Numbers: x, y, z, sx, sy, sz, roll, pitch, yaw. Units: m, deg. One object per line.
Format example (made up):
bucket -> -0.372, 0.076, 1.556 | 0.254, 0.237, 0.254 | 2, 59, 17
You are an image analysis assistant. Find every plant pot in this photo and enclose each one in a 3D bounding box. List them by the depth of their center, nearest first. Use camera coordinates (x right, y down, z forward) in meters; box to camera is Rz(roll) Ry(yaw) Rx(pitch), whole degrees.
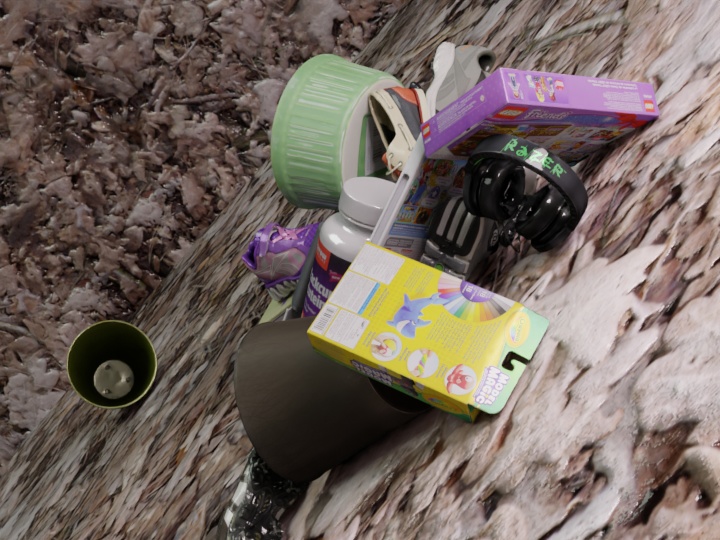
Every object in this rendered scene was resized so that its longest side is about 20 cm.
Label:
plant pot -> -0.530, 0.220, 2.811 | 0.187, 0.187, 0.200 | -56, -1, -17

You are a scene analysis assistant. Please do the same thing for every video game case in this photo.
video game case -> 0.065, -0.054, 1.412 | 0.143, 0.018, 0.200 | 4, -65, -57

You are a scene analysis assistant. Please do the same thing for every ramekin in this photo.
ramekin -> -0.017, -0.167, 1.655 | 0.098, 0.200, 0.200 | 15, 58, 30

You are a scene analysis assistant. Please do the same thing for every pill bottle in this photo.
pill bottle -> 0.000, 0.000, 1.501 | 0.111, 0.111, 0.200 | -79, 2, -64

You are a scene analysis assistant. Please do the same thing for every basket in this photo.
basket -> -0.018, 0.116, 1.357 | 0.136, 0.181, 0.200 | -11, -8, -42

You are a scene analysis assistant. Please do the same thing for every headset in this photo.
headset -> 0.166, -0.079, 1.313 | 0.094, 0.123, 0.200 | -57, -10, -22

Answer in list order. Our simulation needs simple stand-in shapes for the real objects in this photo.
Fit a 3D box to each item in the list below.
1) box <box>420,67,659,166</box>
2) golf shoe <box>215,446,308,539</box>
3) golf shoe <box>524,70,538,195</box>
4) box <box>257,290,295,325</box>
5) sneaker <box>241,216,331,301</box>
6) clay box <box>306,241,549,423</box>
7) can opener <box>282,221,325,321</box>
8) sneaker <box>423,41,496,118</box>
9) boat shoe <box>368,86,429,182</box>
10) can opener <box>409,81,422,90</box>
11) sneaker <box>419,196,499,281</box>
box -> 0.180, -0.150, 1.313 | 0.137, 0.200, 0.039 | -30, 65, 53
golf shoe -> -0.118, 0.258, 1.454 | 0.094, 0.078, 0.200 | -41, 16, 40
golf shoe -> 0.178, -0.150, 1.490 | 0.092, 0.075, 0.200 | 92, -164, -44
box -> -0.024, 0.011, 1.755 | 0.200, 0.097, 0.176 | -37, 20, 46
sneaker -> -0.090, -0.027, 1.678 | 0.200, 0.088, 0.081 | -30, 23, 55
clay box -> 0.065, 0.060, 1.220 | 0.115, 0.200, 0.048 | -57, -24, -23
can opener -> -0.059, 0.029, 1.608 | 0.067, 0.053, 0.200 | -104, 32, -66
sneaker -> 0.124, -0.211, 1.622 | 0.079, 0.074, 0.200 | -1, 52, 18
boat shoe -> 0.054, -0.136, 1.534 | 0.071, 0.062, 0.200 | 113, 153, -52
can opener -> 0.081, -0.144, 1.663 | 0.063, 0.200, 0.079 | -25, 26, -27
sneaker -> 0.102, 0.007, 1.437 | 0.115, 0.075, 0.200 | -19, -41, -59
